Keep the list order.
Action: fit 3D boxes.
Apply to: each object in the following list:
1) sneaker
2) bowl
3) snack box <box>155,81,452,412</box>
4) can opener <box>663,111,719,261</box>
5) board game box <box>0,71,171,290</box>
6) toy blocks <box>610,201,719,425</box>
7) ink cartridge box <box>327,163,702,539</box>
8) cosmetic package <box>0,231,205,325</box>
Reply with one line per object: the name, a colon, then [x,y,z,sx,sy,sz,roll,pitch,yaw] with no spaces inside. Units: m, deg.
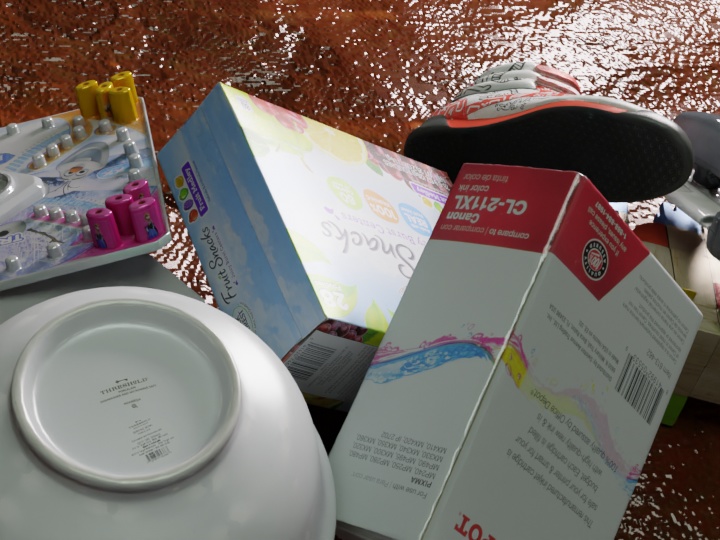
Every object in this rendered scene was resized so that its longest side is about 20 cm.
sneaker: [0.134,-0.096,1.001,0.200,0.068,0.108,1,30,37]
bowl: [-0.102,0.076,0.676,0.199,0.091,0.202,5,49,-6]
snack box: [0.000,0.000,0.874,0.199,0.068,0.170,17,38,-45]
can opener: [0.236,-0.033,0.920,0.053,0.067,0.200,0,27,-30]
board game box: [-0.210,-0.043,0.851,0.198,0.026,0.200,-14,29,-5]
toy blocks: [0.207,0.015,0.972,0.198,0.101,0.137,15,37,-6]
ink cartridge box: [0.077,0.070,0.789,0.082,0.146,0.201,10,66,43]
cosmetic package: [-0.176,0.073,0.794,0.090,0.107,0.200,35,49,16]
